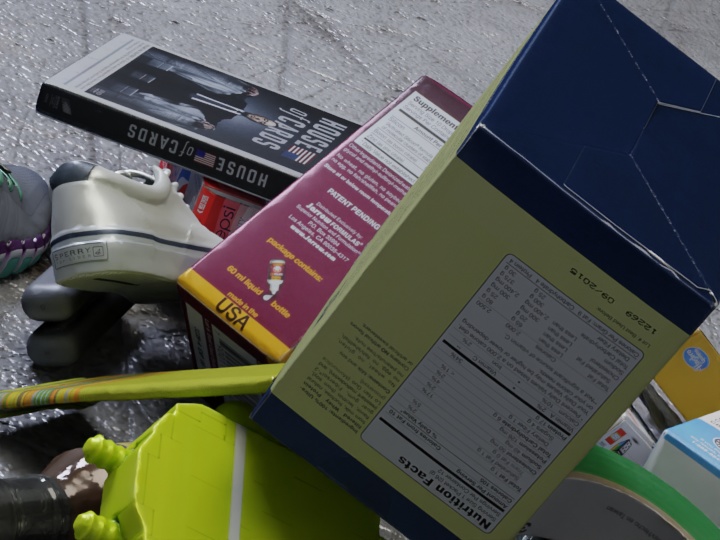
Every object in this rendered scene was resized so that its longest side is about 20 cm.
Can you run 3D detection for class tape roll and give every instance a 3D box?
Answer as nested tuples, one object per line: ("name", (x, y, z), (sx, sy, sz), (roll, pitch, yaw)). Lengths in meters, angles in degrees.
("tape roll", (0.123, 0.171, 1.403), (0.199, 0.048, 0.201), (26, 32, -18))

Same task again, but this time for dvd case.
("dvd case", (-0.081, -0.087, 1.713), (0.199, 0.025, 0.150), (20, 20, 8))

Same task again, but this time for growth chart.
("growth chart", (0.152, 0.046, 1.722), (0.200, 0.018, 0.145), (53, 3, -21))

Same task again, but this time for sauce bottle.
("sauce bottle", (-0.115, 0.117, 1.393), (0.199, 0.065, 0.065), (-1, 34, -44))

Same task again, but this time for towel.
("towel", (-0.098, 0.062, 1.437), (0.199, 0.018, 0.086), (-6, 2, 36))

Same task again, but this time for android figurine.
("android figurine", (-0.050, 0.141, 1.350), (0.199, 0.041, 0.183), (27, 42, -27))

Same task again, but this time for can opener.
("can opener", (-0.163, 0.002, 1.630), (0.066, 0.054, 0.200), (1, 18, 15))

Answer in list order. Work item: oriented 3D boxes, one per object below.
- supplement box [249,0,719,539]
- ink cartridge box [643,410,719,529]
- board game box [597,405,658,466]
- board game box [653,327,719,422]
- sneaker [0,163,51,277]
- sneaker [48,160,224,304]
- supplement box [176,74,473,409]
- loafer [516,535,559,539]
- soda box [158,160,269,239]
("supplement box", (0.078, 0.002, 1.342), (0.134, 0.200, 0.200), (37, 31, -2))
("ink cartridge box", (0.238, 0.156, 1.588), (0.128, 0.126, 0.200), (35, 25, 24))
("board game box", (0.113, 0.043, 1.687), (0.200, 0.035, 0.126), (56, 6, 30))
("board game box", (0.205, 0.066, 1.734), (0.200, 0.040, 0.153), (49, 5, -37))
("sneaker", (-0.220, -0.044, 1.601), (0.074, 0.088, 0.200), (29, 23, 11))
("sneaker", (-0.112, -0.022, 1.563), (0.072, 0.071, 0.200), (-7, -8, 17))
("supplement box", (0.000, 0.000, 1.576), (0.085, 0.111, 0.200), (37, 63, 27))
("loafer", (0.091, 0.182, 1.478), (0.063, 0.072, 0.200), (41, 27, -11))
("soda box", (-0.086, -0.048, 1.749), (0.063, 0.070, 0.200), (19, 18, -13))
